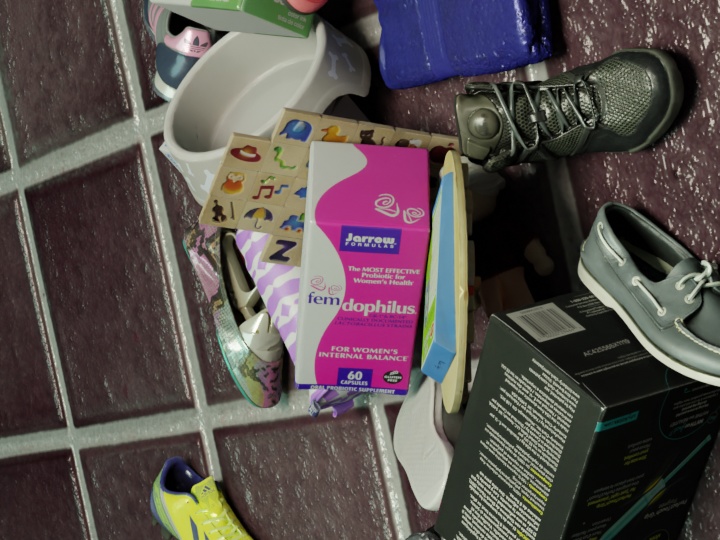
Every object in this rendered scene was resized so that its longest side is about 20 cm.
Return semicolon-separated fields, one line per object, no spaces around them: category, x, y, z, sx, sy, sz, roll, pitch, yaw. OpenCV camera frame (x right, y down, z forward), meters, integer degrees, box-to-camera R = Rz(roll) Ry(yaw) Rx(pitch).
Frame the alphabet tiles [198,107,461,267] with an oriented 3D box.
alphabet tiles;-0.029;-0.063;1.622;0.008;0.198;0.168;-103;29;-44

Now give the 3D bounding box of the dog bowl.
dog bowl;-0.087;-0.147;1.677;0.199;0.201;0.059;17;156;50

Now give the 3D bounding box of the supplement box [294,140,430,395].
supplement box;0.000;0.000;1.607;0.104;0.100;0.201;-89;3;-47

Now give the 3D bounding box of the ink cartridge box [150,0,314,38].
ink cartridge box;-0.089;-0.313;1.667;0.144;0.083;0.202;14;87;50

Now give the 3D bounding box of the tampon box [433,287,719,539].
tampon box;0.166;0.134;1.443;0.126;0.149;0.202;41;129;38

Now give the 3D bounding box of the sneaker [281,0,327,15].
sneaker;-0.009;-0.302;1.558;0.087;0.073;0.202;21;86;57

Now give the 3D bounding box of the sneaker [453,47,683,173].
sneaker;0.146;-0.115;1.437;0.198;0.113;0.077;-8;95;51

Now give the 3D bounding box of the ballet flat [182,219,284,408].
ballet flat;-0.112;0.032;1.868;0.071;0.069;0.202;-32;73;31

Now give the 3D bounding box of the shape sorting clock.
shape sorting clock;0.073;0.009;1.477;0.200;0.039;0.203;-176;90;-88

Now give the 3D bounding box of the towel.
towel;0.079;-0.230;1.553;0.199;0.049;0.149;-2;101;55

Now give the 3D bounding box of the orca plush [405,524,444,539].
orca plush;0.082;0.254;1.684;0.104;0.071;0.201;22;134;-3

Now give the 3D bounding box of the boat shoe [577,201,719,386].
boat shoe;0.230;0.017;1.393;0.200;0.072;0.062;43;135;45

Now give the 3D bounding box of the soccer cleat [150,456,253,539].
soccer cleat;-0.153;0.261;1.979;0.200;0.064;0.085;32;117;44

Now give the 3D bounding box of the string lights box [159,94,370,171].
string lights box;-0.085;-0.117;1.747;0.199;0.103;0.059;17;156;49

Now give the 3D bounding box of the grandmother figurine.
grandmother figurine;0.112;0.003;1.560;0.121;0.060;0.202;-23;83;44

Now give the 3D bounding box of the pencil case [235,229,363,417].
pencil case;-0.045;0.033;1.763;0.086;0.083;0.201;105;143;-66

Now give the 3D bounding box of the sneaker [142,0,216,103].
sneaker;-0.163;-0.240;1.816;0.201;0.069;0.083;-107;30;-49

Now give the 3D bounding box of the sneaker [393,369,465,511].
sneaker;0.090;0.154;1.621;0.071;0.098;0.200;-61;18;19
